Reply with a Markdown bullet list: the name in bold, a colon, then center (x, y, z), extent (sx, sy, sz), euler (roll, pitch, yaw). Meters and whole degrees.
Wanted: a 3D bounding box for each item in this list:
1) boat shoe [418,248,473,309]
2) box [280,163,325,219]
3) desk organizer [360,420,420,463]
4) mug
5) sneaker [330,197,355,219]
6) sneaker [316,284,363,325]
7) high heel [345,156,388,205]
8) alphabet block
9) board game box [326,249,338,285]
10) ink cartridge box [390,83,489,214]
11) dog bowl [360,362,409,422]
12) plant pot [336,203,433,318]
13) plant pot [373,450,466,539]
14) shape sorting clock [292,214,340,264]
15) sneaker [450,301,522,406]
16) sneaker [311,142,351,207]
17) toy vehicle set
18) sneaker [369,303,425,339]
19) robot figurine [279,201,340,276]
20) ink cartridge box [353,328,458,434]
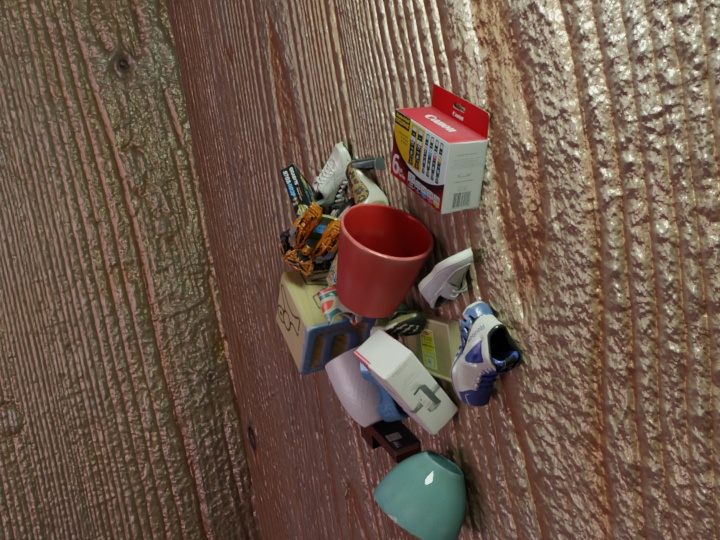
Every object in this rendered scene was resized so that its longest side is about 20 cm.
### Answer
- **boat shoe**: center (0.174, 0.021, 1.319), extent (0.072, 0.070, 0.201), euler (62, 157, 12)
- **box**: center (-0.138, -0.165, 1.830), extent (0.159, 0.046, 0.201), euler (51, -166, -54)
- **desk organizer**: center (0.070, 0.419, 1.711), extent (0.200, 0.071, 0.078), euler (35, 133, 58)
- **mug**: center (0.017, 0.291, 1.712), extent (0.176, 0.147, 0.200), euler (64, -177, 14)
- **sneaker**: center (-0.045, -0.134, 1.722), extent (0.200, 0.073, 0.081), euler (126, 130, -59)
- **sneaker**: center (0.003, 0.075, 1.543), extent (0.070, 0.198, 0.094), euler (136, 124, -65)
- **high heel**: center (0.001, -0.161, 1.595), extent (0.142, 0.071, 0.202), euler (7, 90, 59)
- **alphabet block**: center (-0.094, 0.121, 1.793), extent (0.201, 0.195, 0.196), euler (60, 149, 36)
- **board game box**: center (0.000, 0.000, 1.640), extent (0.104, 0.104, 0.200), euler (66, 153, 27)
- **ink cartridge box**: center (0.140, -0.227, 1.252), extent (0.200, 0.083, 0.177), euler (-133, 39, -51)
- **dog bowl**: center (0.070, 0.251, 1.566), extent (0.049, 0.111, 0.201), euler (-7, 110, 42)
- **plant pot**: center (0.036, -0.013, 1.425), extent (0.201, 0.199, 0.178), euler (55, 141, 42)
- **plant pot**: center (0.146, 0.464, 1.453), extent (0.135, 0.199, 0.200), euler (-61, 32, 3)
- **shape sorting clock**: center (-0.075, -0.071, 1.707), extent (0.200, 0.199, 0.039), euler (125, 166, -58)
- **sneaker**: center (0.227, 0.169, 1.235), extent (0.115, 0.080, 0.201), euler (-139, 45, -57)
- **sneaker**: center (-0.073, -0.234, 1.734), extent (0.201, 0.080, 0.075), euler (107, 146, -45)
- **toy vehicle set**: center (0.152, 0.159, 1.464), extent (0.200, 0.026, 0.125), euler (10, 109, 65)
- **sneaker**: center (0.076, 0.098, 1.501), extent (0.200, 0.076, 0.089), euler (-25, 59, 61)
- **robot figurine**: center (-0.119, -0.066, 1.639), extent (0.144, 0.058, 0.200), euler (33, 132, -4)
- **ink cartridge box**: center (0.096, 0.233, 1.441), extent (0.200, 0.085, 0.146), euler (53, 169, -29)
